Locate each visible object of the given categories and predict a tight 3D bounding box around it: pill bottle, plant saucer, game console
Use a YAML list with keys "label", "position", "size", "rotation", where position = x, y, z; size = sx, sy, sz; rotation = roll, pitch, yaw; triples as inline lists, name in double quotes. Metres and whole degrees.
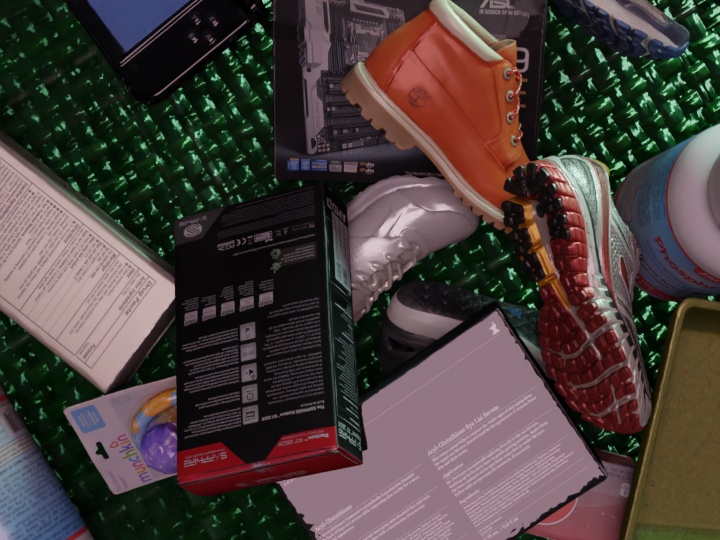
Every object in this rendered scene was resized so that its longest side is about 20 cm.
- label: "pill bottle"
  position: [-0.268, 0.194, 1.222]
  size: [0.108, 0.109, 0.201]
  rotation: [-32, 89, 3]
- label: "plant saucer"
  position: [0.278, 0.124, 1.188]
  size: [0.197, 0.048, 0.203]
  rotation: [8, 98, -26]
- label: "pill bottle"
  position: [0.252, -0.042, 1.131]
  size: [0.107, 0.200, 0.110]
  rotation: [1, 83, -9]
- label: "game console"
  position: [-0.160, -0.256, 1.180]
  size: [0.172, 0.119, 0.201]
  rotation: [-38, 70, 3]

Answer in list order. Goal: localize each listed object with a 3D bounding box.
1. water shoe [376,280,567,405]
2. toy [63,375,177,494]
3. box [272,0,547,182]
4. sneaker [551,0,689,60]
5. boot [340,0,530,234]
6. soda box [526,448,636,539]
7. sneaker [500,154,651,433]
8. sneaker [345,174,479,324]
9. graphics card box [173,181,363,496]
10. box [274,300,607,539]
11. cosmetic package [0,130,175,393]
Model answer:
- label: "water shoe"
  position: [0.110, 0.071, 1.233]
  size: [0.198, 0.072, 0.080]
  rotation: [21, 119, 1]
- label: "toy"
  position: [-0.107, 0.121, 1.211]
  size: [0.198, 0.116, 0.048]
  rotation: [-19, 46, 1]
- label: "box"
  position: [0.035, -0.144, 1.199]
  size: [0.197, 0.050, 0.160]
  rotation: [4, 118, 3]
- label: "sneaker"
  position: [0.171, -0.235, 1.212]
  size: [0.199, 0.077, 0.086]
  rotation: [37, 88, 1]
- label: "boot"
  position: [0.093, -0.103, 1.150]
  size: [0.200, 0.075, 0.107]
  rotation: [40, 104, -19]
- label: "soda box"
  position: [0.104, 0.153, 1.225]
  size: [0.197, 0.063, 0.071]
  rotation: [14, 93, 3]
- label: "sneaker"
  position: [0.168, 0.015, 1.127]
  size: [0.082, 0.077, 0.203]
  rotation: [-19, 97, -37]
- label: "sneaker"
  position: [0.000, 0.000, 1.205]
  size: [0.198, 0.078, 0.100]
  rotation: [-19, 52, 11]
- label: "graphics card box"
  position: [-0.067, 0.048, 1.138]
  size: [0.124, 0.051, 0.203]
  rotation: [-14, 64, 20]
- label: "box"
  position: [0.053, 0.136, 1.157]
  size: [0.199, 0.079, 0.142]
  rotation: [-34, 93, 5]
- label: "cosmetic package"
  position: [-0.232, -0.010, 1.227]
  size: [0.199, 0.087, 0.104]
  rotation: [39, 91, 3]
